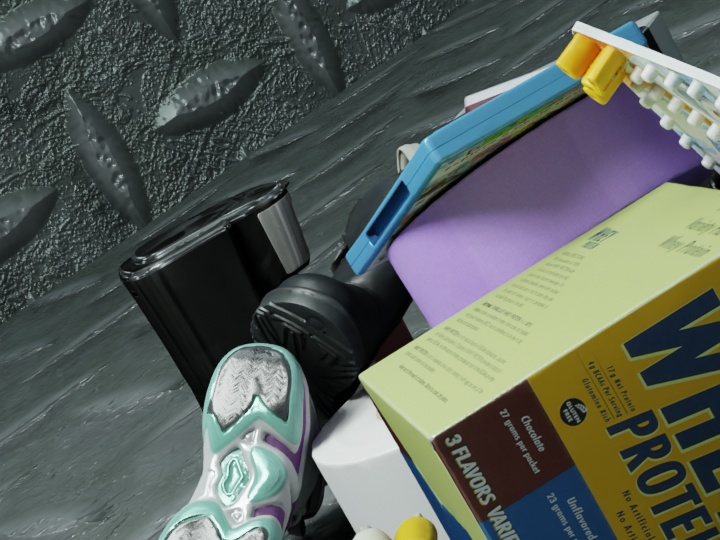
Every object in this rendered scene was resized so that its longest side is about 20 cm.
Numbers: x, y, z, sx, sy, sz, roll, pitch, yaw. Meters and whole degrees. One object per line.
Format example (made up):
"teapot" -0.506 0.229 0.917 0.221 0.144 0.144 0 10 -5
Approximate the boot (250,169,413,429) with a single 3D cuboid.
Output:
"boot" 0.000 0.000 1.336 0.169 0.076 0.200 -61 -10 -21

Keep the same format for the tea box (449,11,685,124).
"tea box" 0.166 -0.088 1.644 0.199 0.134 0.197 -24 11 30

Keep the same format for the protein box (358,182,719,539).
"protein box" 0.130 0.069 0.993 0.199 0.136 0.199 -32 9 -6

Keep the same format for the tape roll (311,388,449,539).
"tape roll" 0.072 0.090 1.240 0.201 0.071 0.203 -29 10 5

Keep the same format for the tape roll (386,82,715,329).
"tape roll" 0.114 -0.037 1.186 0.199 0.066 0.200 -33 -9 -6

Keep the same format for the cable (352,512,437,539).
"cable" 0.016 0.176 1.039 0.097 0.051 0.200 -33 9 -7

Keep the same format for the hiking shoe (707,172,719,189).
"hiking shoe" 0.263 -0.050 1.283 0.075 0.101 0.200 -27 11 11

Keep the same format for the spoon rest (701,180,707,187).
"spoon rest" 0.217 -0.050 1.473 0.199 0.100 0.061 -13 39 32

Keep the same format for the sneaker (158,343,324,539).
"sneaker" -0.063 0.159 1.274 0.077 0.140 0.202 13 73 18

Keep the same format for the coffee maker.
"coffee maker" -0.089 0.064 1.449 0.192 0.201 0.134 -36 11 -32

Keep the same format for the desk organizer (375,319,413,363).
"desk organizer" -0.048 0.075 1.646 0.077 0.072 0.199 -35 11 -38

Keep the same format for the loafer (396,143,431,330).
"loafer" 0.057 -0.004 1.476 0.069 0.202 0.070 8 -35 -18

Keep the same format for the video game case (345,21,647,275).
"video game case" 0.072 -0.065 1.151 0.142 0.018 0.200 -30 -9 -19

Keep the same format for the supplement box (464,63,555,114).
"supplement box" 0.139 -0.046 1.401 0.108 0.061 0.201 -18 51 19

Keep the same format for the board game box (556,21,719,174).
"board game box" 0.209 -0.035 0.987 0.026 0.200 0.200 -53 35 -1
